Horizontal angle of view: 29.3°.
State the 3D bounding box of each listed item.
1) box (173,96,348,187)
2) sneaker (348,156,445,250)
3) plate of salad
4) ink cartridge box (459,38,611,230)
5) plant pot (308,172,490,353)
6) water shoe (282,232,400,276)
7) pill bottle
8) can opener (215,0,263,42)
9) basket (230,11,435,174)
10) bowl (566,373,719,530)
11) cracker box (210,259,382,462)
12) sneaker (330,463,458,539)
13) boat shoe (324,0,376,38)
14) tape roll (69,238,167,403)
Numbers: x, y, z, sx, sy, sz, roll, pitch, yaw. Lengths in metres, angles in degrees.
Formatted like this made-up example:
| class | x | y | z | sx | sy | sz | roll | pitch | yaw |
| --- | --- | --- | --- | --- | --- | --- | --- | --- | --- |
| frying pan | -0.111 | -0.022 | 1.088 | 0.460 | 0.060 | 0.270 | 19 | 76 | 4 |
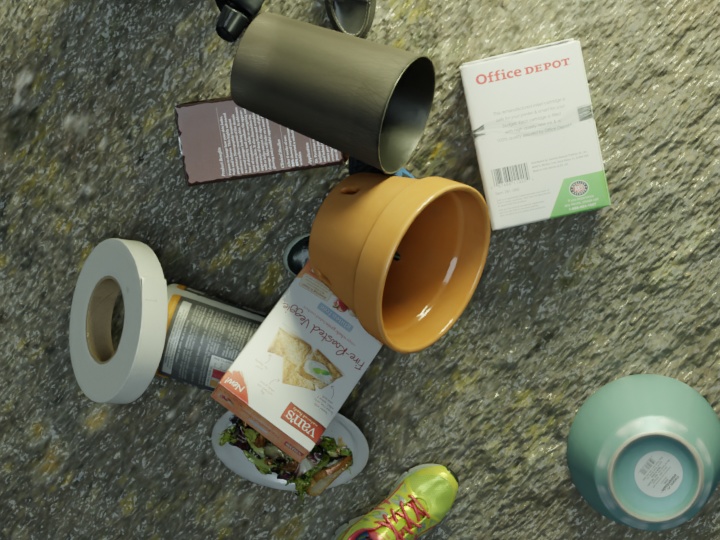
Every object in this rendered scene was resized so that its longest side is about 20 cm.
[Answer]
| class | x | y | z | sx | sy | sz | roll | pitch | yaw |
| --- | --- | --- | --- | --- | --- | --- | --- | --- | --- |
| box | -0.119 | -0.167 | 1.676 | 0.198 | 0.075 | 0.101 | -7 | 100 | 5 |
| sneaker | 0.063 | -0.078 | 1.684 | 0.201 | 0.078 | 0.066 | 51 | 130 | -2 |
| plate of salad | -0.089 | 0.227 | 1.711 | 0.198 | 0.048 | 0.201 | 4 | 139 | 3 |
| ink cartridge box | 0.207 | -0.164 | 1.640 | 0.144 | 0.084 | 0.202 | -11 | 99 | 7 |
| plant pot | 0.036 | -0.026 | 1.572 | 0.139 | 0.199 | 0.202 | 27 | 104 | 34 |
| water shoe | 0.000 | 0.000 | 1.692 | 0.198 | 0.079 | 0.072 | 13 | 101 | 3 |
| pill bottle | -0.162 | 0.098 | 1.705 | 0.198 | 0.116 | 0.117 | 19 | 102 | 1 |
| can opener | -0.147 | -0.308 | 1.589 | 0.063 | 0.200 | 0.079 | 39 | 94 | -7 |
| basket | -0.034 | -0.207 | 1.553 | 0.198 | 0.180 | 0.137 | 22 | 95 | 16 |
| bowl | 0.355 | 0.238 | 1.691 | 0.198 | 0.105 | 0.203 | 1 | 101 | 6 |
| cracker box | -0.066 | 0.105 | 1.630 | 0.133 | 0.058 | 0.201 | 36 | 63 | -1 |
| sneaker | 0.045 | 0.324 | 1.742 | 0.200 | 0.090 | 0.078 | -41 | 93 | 9 |
| boat shoe | -0.014 | -0.373 | 1.636 | 0.066 | 0.057 | 0.202 | 2 | 100 | 5 |
| tape roll | -0.297 | 0.061 | 1.681 | 0.037 | 0.202 | 0.205 | 8 | 104 | -36 |
